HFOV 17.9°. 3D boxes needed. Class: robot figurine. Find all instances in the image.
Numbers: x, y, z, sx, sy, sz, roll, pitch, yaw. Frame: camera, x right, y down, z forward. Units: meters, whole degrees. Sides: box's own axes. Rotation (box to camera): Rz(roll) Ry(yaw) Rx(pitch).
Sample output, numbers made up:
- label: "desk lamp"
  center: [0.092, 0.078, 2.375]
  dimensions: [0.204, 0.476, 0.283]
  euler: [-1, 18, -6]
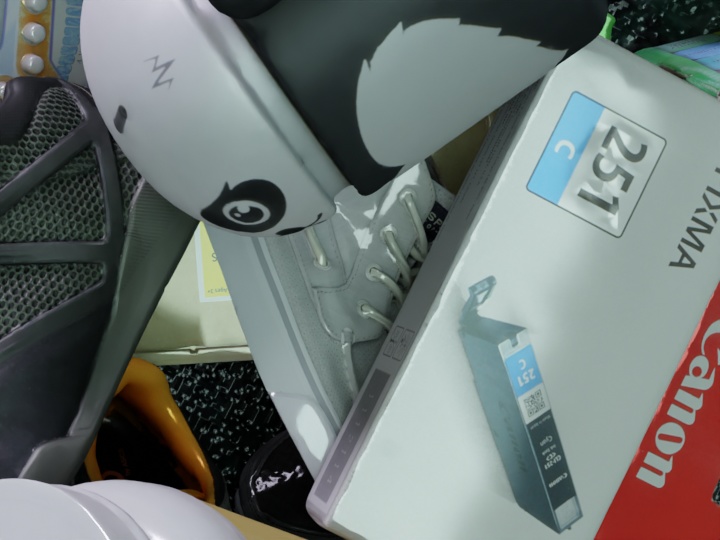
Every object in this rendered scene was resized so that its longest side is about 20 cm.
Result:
- label: "robot figurine"
  center: [0.003, -0.096, 0.763]
  dimensions: [0.200, 0.125, 0.150]
  euler: [-34, 127, 3]

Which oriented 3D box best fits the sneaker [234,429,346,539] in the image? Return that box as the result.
- label: "sneaker"
  center: [0.044, 0.061, 0.914]
  dimensions: [0.200, 0.095, 0.079]
  euler: [-16, 61, -4]

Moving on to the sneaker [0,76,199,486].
- label: "sneaker"
  center: [-0.136, 0.017, 0.791]
  dimensions: [0.114, 0.076, 0.200]
  euler: [29, 69, -18]

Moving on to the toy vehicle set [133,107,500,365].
- label: "toy vehicle set"
  center: [-0.040, -0.027, 0.930]
  dimensions: [0.200, 0.027, 0.124]
  euler: [-3, 96, -2]

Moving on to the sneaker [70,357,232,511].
- label: "sneaker"
  center: [-0.074, 0.123, 0.886]
  dimensions: [0.078, 0.077, 0.200]
  euler: [-16, 64, -32]

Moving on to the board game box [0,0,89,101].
- label: "board game box"
  center: [-0.113, -0.159, 0.840]
  dimensions: [0.200, 0.026, 0.200]
  euler: [-46, 118, -15]

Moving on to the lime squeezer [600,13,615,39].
- label: "lime squeezer"
  center: [0.076, -0.008, 0.964]
  dimensions: [0.071, 0.038, 0.200]
  euler: [31, 94, -16]

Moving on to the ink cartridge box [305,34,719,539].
- label: "ink cartridge box"
  center: [0.102, 0.037, 0.831]
  dimensions: [0.176, 0.045, 0.200]
  euler: [27, 88, -13]

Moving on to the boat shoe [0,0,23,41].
- label: "boat shoe"
  center: [-0.144, -0.157, 0.878]
  dimensions: [0.072, 0.066, 0.200]
  euler: [17, 87, -2]

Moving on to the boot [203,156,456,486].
- label: "boot"
  center: [0.000, 0.000, 0.869]
  dimensions: [0.096, 0.074, 0.200]
  euler: [-23, 82, 2]

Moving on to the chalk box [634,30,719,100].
- label: "chalk box"
  center: [0.189, -0.042, 0.930]
  dimensions: [0.124, 0.124, 0.200]
  euler: [-11, 104, -7]

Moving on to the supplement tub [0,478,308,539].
- label: "supplement tub"
  center: [-0.053, 0.149, 0.732]
  dimensions: [0.200, 0.145, 0.145]
  euler: [27, 94, -49]
